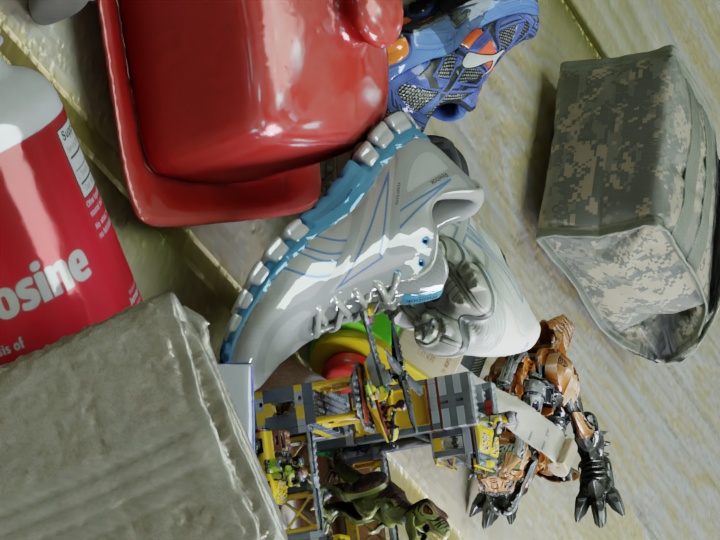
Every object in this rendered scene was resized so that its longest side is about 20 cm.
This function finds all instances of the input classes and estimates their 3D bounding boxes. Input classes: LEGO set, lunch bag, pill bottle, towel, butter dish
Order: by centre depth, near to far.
[{"bbox_3d":[-0.142,0.104,0.963,0.034,0.199,0.133,51,17,-87],"label":"towel"},{"bbox_3d":[-0.177,-0.022,1.015,0.112,0.112,0.201,-45,119,-53],"label":"pill bottle"},{"bbox_3d":[0.025,0.116,1.151,0.200,0.115,0.155,45,37,-64],"label":"LEGO set"},{"bbox_3d":[-0.044,-0.135,1.224,0.200,0.147,0.201,-8,88,-58],"label":"butter dish"},{"bbox_3d":[0.224,-0.044,1.662,0.200,0.117,0.165,50,43,-48],"label":"lunch bag"}]

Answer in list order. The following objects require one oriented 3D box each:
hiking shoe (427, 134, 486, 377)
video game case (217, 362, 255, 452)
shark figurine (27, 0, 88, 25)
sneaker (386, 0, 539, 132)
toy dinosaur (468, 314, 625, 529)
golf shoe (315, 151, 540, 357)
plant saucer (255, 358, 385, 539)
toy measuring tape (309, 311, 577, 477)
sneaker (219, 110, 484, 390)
[{"bbox_3d":[0.045,0.015,1.413,0.101,0.075,0.202,22,70,-66],"label":"hiking shoe"},{"bbox_3d":[-0.082,0.150,1.078,0.200,0.045,0.183,125,-35,-76],"label":"video game case"},{"bbox_3d":[-0.164,-0.164,1.039,0.214,0.128,0.090,18,43,-59],"label":"shark figurine"},{"bbox_3d":[0.058,-0.143,1.475,0.200,0.075,0.079,-27,114,-49],"label":"sneaker"},{"bbox_3d":[0.121,0.096,1.433,0.200,0.102,0.136,-43,130,-38],"label":"toy dinosaur"},{"bbox_3d":[0.038,-0.017,1.330,0.097,0.078,0.201,19,32,-47],"label":"golf shoe"},{"bbox_3d":[-0.024,0.143,1.243,0.200,0.034,0.202,-11,90,-74],"label":"plant saucer"},{"bbox_3d":[0.036,0.073,1.326,0.199,0.074,0.074,34,45,-6],"label":"toy measuring tape"},{"bbox_3d":[0.000,0.000,1.211,0.200,0.086,0.075,-51,167,-25],"label":"sneaker"}]
